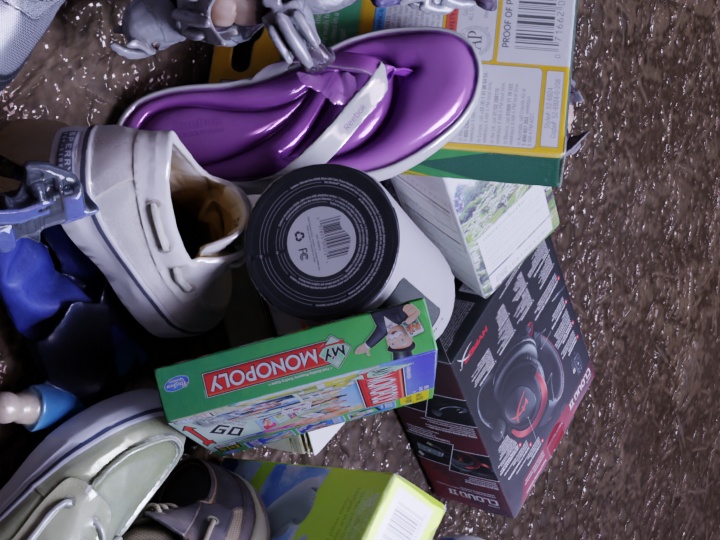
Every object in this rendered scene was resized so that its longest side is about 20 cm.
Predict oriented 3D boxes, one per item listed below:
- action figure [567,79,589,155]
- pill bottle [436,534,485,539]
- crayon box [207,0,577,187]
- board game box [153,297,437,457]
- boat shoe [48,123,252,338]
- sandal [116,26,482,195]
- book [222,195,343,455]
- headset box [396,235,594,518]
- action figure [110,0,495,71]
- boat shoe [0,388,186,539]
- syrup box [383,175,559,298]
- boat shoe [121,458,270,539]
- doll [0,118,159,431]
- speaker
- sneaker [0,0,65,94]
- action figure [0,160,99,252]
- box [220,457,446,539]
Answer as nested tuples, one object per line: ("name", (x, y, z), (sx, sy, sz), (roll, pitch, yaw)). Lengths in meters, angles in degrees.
("action figure", (0.120, -0.142, 1.114), (0.130, 0.069, 0.200), (-43, 137, -51))
("pill bottle", (0.034, 0.276, 1.060), (0.200, 0.114, 0.114), (-28, 122, -49))
("crayon box", (0.020, -0.121, 0.862), (0.052, 0.199, 0.126), (77, 20, -72))
("board game box", (-0.027, 0.061, 0.813), (0.200, 0.134, 0.029), (77, -2, -78))
("boat shoe", (-0.087, -0.018, 0.767), (0.200, 0.070, 0.071), (63, 25, -64))
("sandal", (-0.032, -0.081, 0.800), (0.050, 0.202, 0.083), (79, -5, -75))
("book", (-0.033, -0.006, 0.949), (0.134, 0.048, 0.200), (-43, 129, -43))
("headset box", (0.097, 0.074, 1.129), (0.149, 0.075, 0.200), (-56, 140, -30))
("action figure", (-0.034, -0.144, 0.779), (0.200, 0.130, 0.070), (-21, 127, -18))
("boat shoe", (-0.155, 0.138, 0.759), (0.200, 0.062, 0.072), (-41, 143, -26))
("syrup box", (0.063, -0.074, 0.981), (0.079, 0.081, 0.200), (-45, 149, -12))
("boat shoe", (-0.095, 0.153, 0.808), (0.073, 0.200, 0.075), (40, 102, -22))
("doll", (-0.147, 0.023, 0.781), (0.137, 0.048, 0.200), (-60, 148, -33))
("speaker", (0.000, 0.000, 0.832), (0.200, 0.081, 0.081), (40, 65, -76))
("sneaker", (-0.128, -0.164, 0.696), (0.075, 0.114, 0.200), (37, 68, -53))
("action figure", (-0.217, -0.044, 0.617), (0.200, 0.105, 0.194), (-13, 117, -27))
("box", (-0.049, 0.170, 0.859), (0.048, 0.200, 0.122), (38, 66, -27))
